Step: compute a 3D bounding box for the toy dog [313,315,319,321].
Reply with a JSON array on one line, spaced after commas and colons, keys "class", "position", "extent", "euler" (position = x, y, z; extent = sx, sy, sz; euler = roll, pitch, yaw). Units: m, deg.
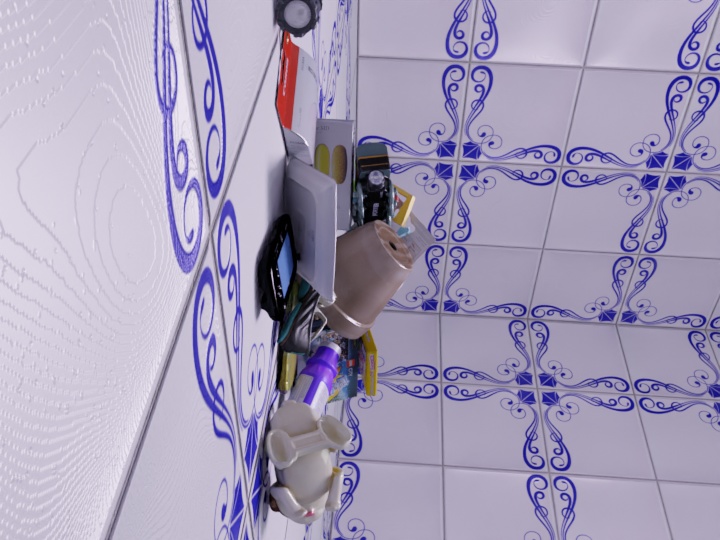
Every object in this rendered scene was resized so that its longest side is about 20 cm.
[{"class": "toy dog", "position": [-0.085, 0.083, 1.629], "extent": [0.132, 0.095, 0.202], "euler": [90, 4, -60]}]

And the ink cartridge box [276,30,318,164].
[{"class": "ink cartridge box", "position": [-0.101, -0.295, 1.286], "extent": [0.200, 0.056, 0.165], "euler": [101, -7, -72]}]

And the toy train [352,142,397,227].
[{"class": "toy train", "position": [0.023, -0.155, 1.454], "extent": [0.200, 0.084, 0.116], "euler": [92, -8, -70]}]

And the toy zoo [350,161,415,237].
[{"class": "toy zoo", "position": [0.022, -0.127, 1.559], "extent": [0.132, 0.199, 0.020], "euler": [-58, 158, 1]}]

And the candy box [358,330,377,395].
[{"class": "candy box", "position": [0.007, 0.162, 1.591], "extent": [0.200, 0.026, 0.104], "euler": [-110, -163, -63]}]

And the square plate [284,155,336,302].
[{"class": "square plate", "position": [-0.090, -0.073, 1.271], "extent": [0.198, 0.028, 0.203], "euler": [-142, -130, -59]}]

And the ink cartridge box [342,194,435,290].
[{"class": "ink cartridge box", "position": [0.046, -0.044, 1.582], "extent": [0.161, 0.200, 0.050], "euler": [50, 13, 22]}]

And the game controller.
[{"class": "game controller", "position": [-0.123, -0.009, 1.181], "extent": [0.201, 0.041, 0.106], "euler": [-84, 177, -62]}]

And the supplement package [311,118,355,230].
[{"class": "supplement package", "position": [-0.068, -0.187, 1.464], "extent": [0.110, 0.112, 0.203], "euler": [-82, 174, -77]}]

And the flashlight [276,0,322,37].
[{"class": "flashlight", "position": [-0.092, -0.417, 1.199], "extent": [0.201, 0.067, 0.068], "euler": [-90, -155, -62]}]

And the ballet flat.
[{"class": "ballet flat", "position": [-0.086, 0.061, 1.344], "extent": [0.068, 0.068, 0.202], "euler": [-32, -146, 58]}]

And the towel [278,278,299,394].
[{"class": "towel", "position": [-0.132, 0.120, 1.416], "extent": [0.144, 0.022, 0.203], "euler": [-59, 152, -84]}]

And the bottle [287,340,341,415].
[{"class": "bottle", "position": [-0.092, 0.228, 1.457], "extent": [0.084, 0.064, 0.201], "euler": [82, 26, -51]}]

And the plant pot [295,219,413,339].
[{"class": "plant pot", "position": [0.000, 0.000, 1.457], "extent": [0.200, 0.173, 0.201], "euler": [42, 23, -23]}]

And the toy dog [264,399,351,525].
[{"class": "toy dog", "position": [-0.107, 0.341, 1.296], "extent": [0.194, 0.138, 0.203], "euler": [37, -45, 47]}]

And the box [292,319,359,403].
[{"class": "box", "position": [-0.072, 0.190, 1.578], "extent": [0.038, 0.135, 0.202], "euler": [-125, -150, -50]}]
